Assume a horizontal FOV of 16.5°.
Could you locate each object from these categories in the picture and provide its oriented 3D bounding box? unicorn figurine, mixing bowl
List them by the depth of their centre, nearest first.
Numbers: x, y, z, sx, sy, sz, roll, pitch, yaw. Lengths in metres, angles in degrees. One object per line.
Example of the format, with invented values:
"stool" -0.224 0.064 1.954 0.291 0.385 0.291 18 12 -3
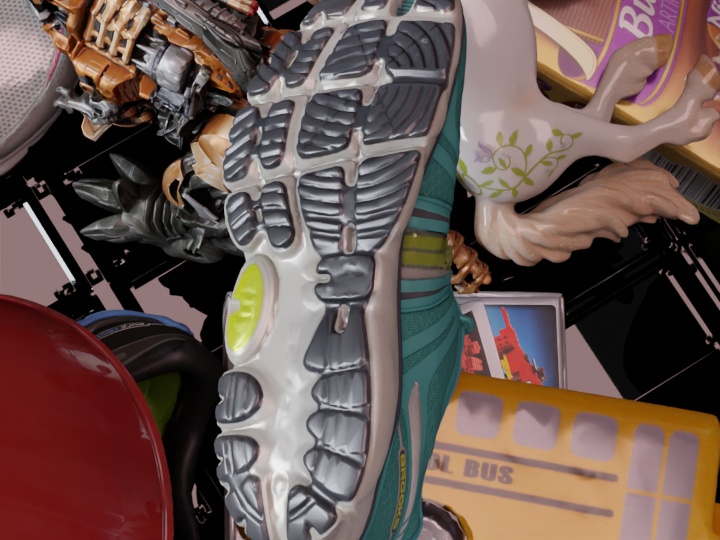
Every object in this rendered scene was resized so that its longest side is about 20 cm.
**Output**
"mixing bowl" -0.172 0.082 0.805 0.200 0.108 0.201 -10 64 22
"unicorn figurine" 0.040 -0.094 0.880 0.137 0.074 0.200 -23 82 -7

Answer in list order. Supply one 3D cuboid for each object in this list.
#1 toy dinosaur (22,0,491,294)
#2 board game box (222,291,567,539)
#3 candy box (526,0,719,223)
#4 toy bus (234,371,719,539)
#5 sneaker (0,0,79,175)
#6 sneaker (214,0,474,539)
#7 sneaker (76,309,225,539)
"toy dinosaur" -0.047 -0.051 0.876 0.102 0.136 0.200 -35 91 -17
"board game box" 0.014 0.108 0.898 0.126 0.035 0.201 1 75 -6
"candy box" 0.096 -0.113 0.953 0.200 0.056 0.117 29 76 4
"toy bus" 0.058 0.082 0.858 0.199 0.065 0.079 10 73 -3
"sneaker" -0.192 -0.062 0.894 0.199 0.088 0.082 -22 79 -11
"sneaker" 0.000 0.000 0.805 0.077 0.080 0.201 2 77 32
"sneaker" -0.106 0.104 0.857 0.071 0.083 0.200 34 72 -32
